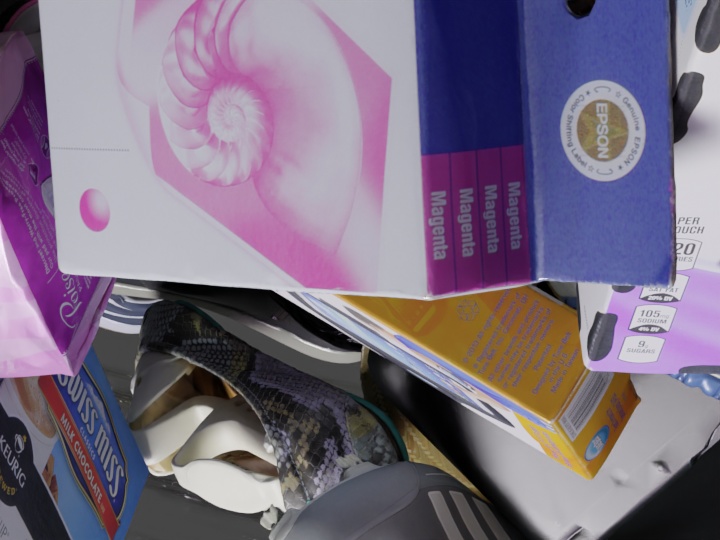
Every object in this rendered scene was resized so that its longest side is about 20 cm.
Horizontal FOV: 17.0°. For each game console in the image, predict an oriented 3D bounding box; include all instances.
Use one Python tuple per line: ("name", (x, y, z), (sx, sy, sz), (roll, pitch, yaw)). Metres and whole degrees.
("game console", (0.134, 0.016, 0.927), (0.176, 0.116, 0.200), (44, 118, -3))

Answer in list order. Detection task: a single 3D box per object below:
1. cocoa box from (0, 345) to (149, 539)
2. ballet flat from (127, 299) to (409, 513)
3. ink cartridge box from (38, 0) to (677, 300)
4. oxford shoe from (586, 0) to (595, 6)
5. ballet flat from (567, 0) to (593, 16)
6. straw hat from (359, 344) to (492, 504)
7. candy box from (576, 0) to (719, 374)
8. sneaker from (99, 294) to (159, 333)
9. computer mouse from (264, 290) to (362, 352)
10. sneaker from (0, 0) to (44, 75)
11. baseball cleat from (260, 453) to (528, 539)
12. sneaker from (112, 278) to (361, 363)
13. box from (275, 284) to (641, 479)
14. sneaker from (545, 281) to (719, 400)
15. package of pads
("cocoa box", (-0.207, 0.084, 0.955), (0.198, 0.132, 0.134), (0, 135, 20))
("ballet flat", (-0.059, 0.061, 1.005), (0.072, 0.072, 0.200), (31, 175, -35))
("ink cartridge box", (-0.011, -0.093, 0.658), (0.199, 0.198, 0.043), (3, -171, 40))
("oxford shoe", (0.070, -0.088, 0.732), (0.084, 0.073, 0.200), (-35, 129, 26))
("ballet flat", (-0.009, -0.052, 0.733), (0.199, 0.068, 0.068), (9, 116, 46))
("straw hat", (0.088, 0.010, 0.986), (0.199, 0.085, 0.202), (-3, 132, -4))
("candy box", (0.157, -0.048, 0.678), (0.166, 0.072, 0.201), (2, 148, -5))
("sneaker", (-0.165, -0.023, 1.157), (0.198, 0.071, 0.108), (17, 167, -18))
("computer mouse", (-0.023, -0.058, 0.951), (0.140, 0.046, 0.200), (29, 143, 0))
("sneaker", (-0.087, -0.123, 0.838), (0.198, 0.081, 0.087), (3, 146, 16))
("baseball cleat", (0.047, 0.127, 0.923), (0.106, 0.070, 0.199), (44, -163, 30))
("sneaker", (-0.068, -0.035, 1.066), (0.198, 0.075, 0.106), (18, 149, -1))
("box", (0.000, 0.000, 0.840), (0.199, 0.042, 0.119), (29, 174, 17))
("sneaker", (0.094, -0.025, 0.816), (0.199, 0.089, 0.075), (32, -173, 2))
("package of pads", (-0.197, -0.022, 0.872), (0.198, 0.076, 0.121), (-1, 133, 19))
